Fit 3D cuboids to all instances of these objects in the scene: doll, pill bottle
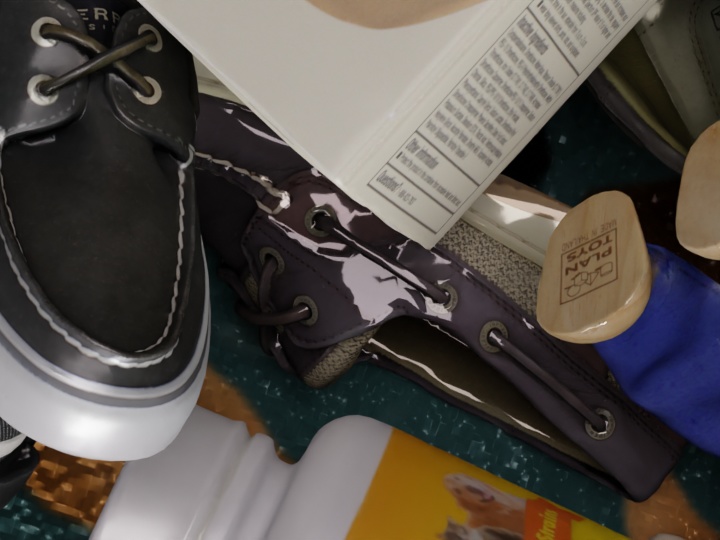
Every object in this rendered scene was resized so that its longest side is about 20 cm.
[{"bbox_3d":[0.124,0.049,0.748,0.136,0.049,0.200,-32,124,23],"label":"doll"},{"bbox_3d":[0.026,0.107,0.738,0.200,0.109,0.109,25,78,1],"label":"pill bottle"}]

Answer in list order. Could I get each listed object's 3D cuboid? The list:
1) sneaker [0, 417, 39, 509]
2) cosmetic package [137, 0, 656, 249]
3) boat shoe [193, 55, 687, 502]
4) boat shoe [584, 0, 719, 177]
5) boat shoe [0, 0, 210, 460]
[{"bbox_3d":[-0.133,-0.022,0.772,0.073,0.112,0.200,4,43,-32],"label":"sneaker"},{"bbox_3d":[0.048,-0.106,0.681,0.071,0.105,0.200,43,91,14],"label":"cosmetic package"},{"bbox_3d":[0.000,0.000,0.777,0.200,0.072,0.065,23,73,-6],"label":"boat shoe"},{"bbox_3d":[0.062,-0.105,0.763,0.072,0.066,0.201,-35,74,24],"label":"boat shoe"},{"bbox_3d":[-0.071,-0.047,0.698,0.068,0.057,0.200,6,45,-23],"label":"boat shoe"}]
